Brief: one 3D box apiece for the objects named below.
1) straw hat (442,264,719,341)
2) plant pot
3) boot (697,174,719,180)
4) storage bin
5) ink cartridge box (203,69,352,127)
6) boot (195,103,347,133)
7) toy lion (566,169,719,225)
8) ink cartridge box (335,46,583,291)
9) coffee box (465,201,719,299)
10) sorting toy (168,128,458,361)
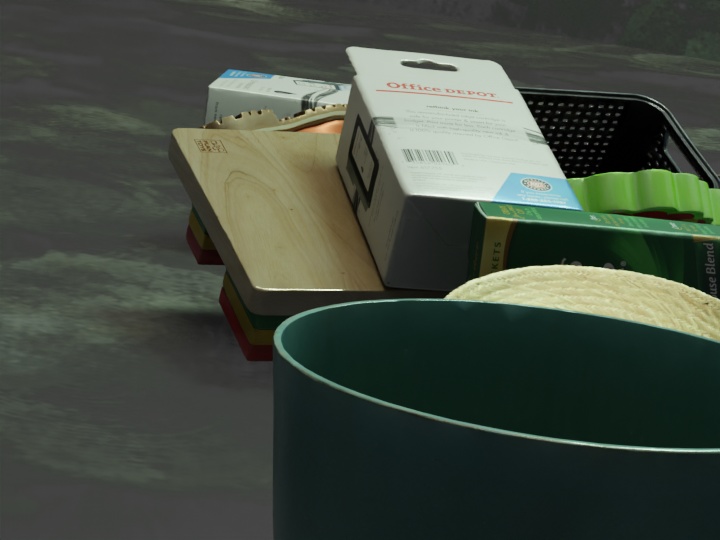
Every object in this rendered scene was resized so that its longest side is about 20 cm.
[{"bbox_3d":[0.125,0.077,1.236,0.200,0.085,0.201,4,24,-2],"label":"straw hat"},{"bbox_3d":[0.061,0.111,0.836,0.200,0.162,0.201,6,11,-1],"label":"plant pot"},{"bbox_3d":[0.282,-0.045,1.975,0.199,0.074,0.075,6,1,7],"label":"boot"},{"bbox_3d":[0.156,-0.063,1.801,0.199,0.094,0.135,0,38,-25],"label":"storage bin"},{"bbox_3d":[-0.035,-0.121,2.113,0.199,0.086,0.146,6,11,3],"label":"ink cartridge box"},{"bbox_3d":[-0.049,-0.070,1.827,0.075,0.108,0.200,-24,-6,39],"label":"boot"},{"bbox_3d":[0.183,-0.030,1.621,0.199,0.069,0.192,-2,-14,-18],"label":"toy lion"},{"bbox_3d":[0.055,-0.065,1.499,0.116,0.068,0.200,5,31,-16],"label":"ink cartridge box"},{"bbox_3d":[0.159,0.030,1.399,0.199,0.123,0.044,7,14,-7],"label":"coffee box"},{"bbox_3d":[-0.009,-0.011,1.519,0.198,0.070,0.200,1,31,-22],"label":"sorting toy"}]
